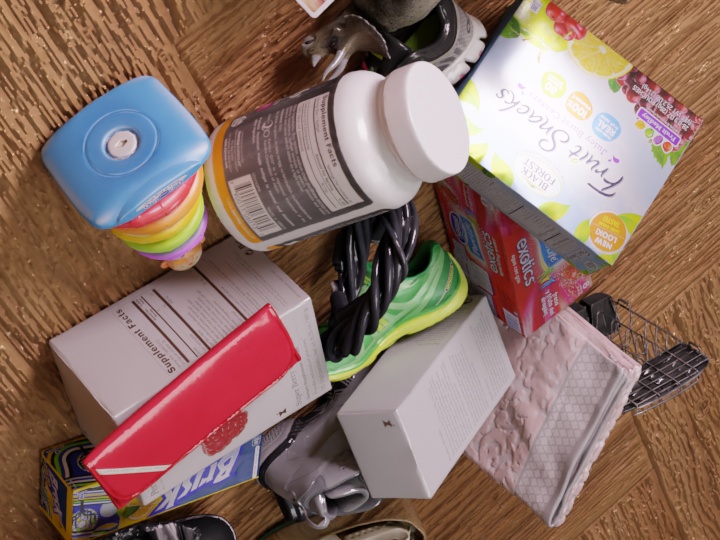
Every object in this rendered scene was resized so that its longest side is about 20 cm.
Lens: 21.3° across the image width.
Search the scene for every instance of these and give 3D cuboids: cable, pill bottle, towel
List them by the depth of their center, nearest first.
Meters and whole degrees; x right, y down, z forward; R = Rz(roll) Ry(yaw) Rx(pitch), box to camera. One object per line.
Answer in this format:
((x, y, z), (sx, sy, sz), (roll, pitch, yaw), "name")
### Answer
((-0.019, -0.095, 1.554), (0.200, 0.117, 0.116), (-18, 151, 30), "pill bottle")
((0.000, 0.000, 1.666), (0.051, 0.200, 0.164), (22, 79, -11), "cable")
((0.170, 0.127, 1.916), (0.032, 0.191, 0.200), (-1, 122, -46), "towel")

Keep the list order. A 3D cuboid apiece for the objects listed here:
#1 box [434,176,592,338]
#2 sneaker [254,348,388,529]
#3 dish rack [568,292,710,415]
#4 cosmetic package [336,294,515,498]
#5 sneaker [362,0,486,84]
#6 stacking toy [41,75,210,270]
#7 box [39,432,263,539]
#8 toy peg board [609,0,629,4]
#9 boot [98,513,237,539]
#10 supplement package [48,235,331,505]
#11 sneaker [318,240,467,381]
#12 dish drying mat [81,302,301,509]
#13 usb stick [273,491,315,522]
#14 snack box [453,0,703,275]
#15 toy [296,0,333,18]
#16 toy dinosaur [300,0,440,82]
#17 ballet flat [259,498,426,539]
((0.145, -0.047, 1.823), (0.095, 0.100, 0.200), (-37, 139, -18), "box")
((-0.003, 0.162, 1.847), (0.200, 0.115, 0.075), (-40, 140, -9), "sneaker")
((0.254, 0.096, 1.967), (0.153, 0.200, 0.055), (-27, 125, -24), "dish rack")
((0.066, 0.118, 1.823), (0.200, 0.071, 0.102), (-49, 125, -47), "cosmetic package")
((0.023, -0.164, 1.644), (0.200, 0.074, 0.087), (-48, 141, -8), "sneaker")
((-0.166, -0.051, 1.558), (0.116, 0.110, 0.200), (-36, 151, -9), "stacking toy")
((-0.188, 0.176, 1.734), (0.200, 0.064, 0.070), (-18, 132, -32), "box")
((0.150, -0.344, 1.532), (0.098, 0.200, 0.200), (-46, 143, -30), "toy peg board")
((-0.183, 0.261, 1.745), (0.198, 0.074, 0.162), (-17, 166, -26), "boot")
((-0.145, 0.083, 1.652), (0.200, 0.120, 0.121), (-31, 137, -19), "supplement package")
((0.004, 0.037, 1.804), (0.200, 0.074, 0.084), (-32, 113, -14), "sneaker")
((-0.137, 0.114, 1.578), (0.200, 0.018, 0.077), (-39, 135, -11), "dish drying mat")
((0.004, 0.190, 1.933), (0.200, 0.033, 0.056), (-26, 104, -23), "usb stick")
((0.177, -0.122, 1.700), (0.169, 0.200, 0.068), (-55, -173, -16), "snack box")
((-0.004, -0.304, 1.465), (0.200, 0.115, 0.047), (-44, 172, 1), "toy")
((0.035, -0.237, 1.549), (0.200, 0.103, 0.077), (-33, 159, 35), "toy dinosaur")
((-0.012, 0.284, 1.971), (0.200, 0.072, 0.068), (-9, 129, -37), "ballet flat")
